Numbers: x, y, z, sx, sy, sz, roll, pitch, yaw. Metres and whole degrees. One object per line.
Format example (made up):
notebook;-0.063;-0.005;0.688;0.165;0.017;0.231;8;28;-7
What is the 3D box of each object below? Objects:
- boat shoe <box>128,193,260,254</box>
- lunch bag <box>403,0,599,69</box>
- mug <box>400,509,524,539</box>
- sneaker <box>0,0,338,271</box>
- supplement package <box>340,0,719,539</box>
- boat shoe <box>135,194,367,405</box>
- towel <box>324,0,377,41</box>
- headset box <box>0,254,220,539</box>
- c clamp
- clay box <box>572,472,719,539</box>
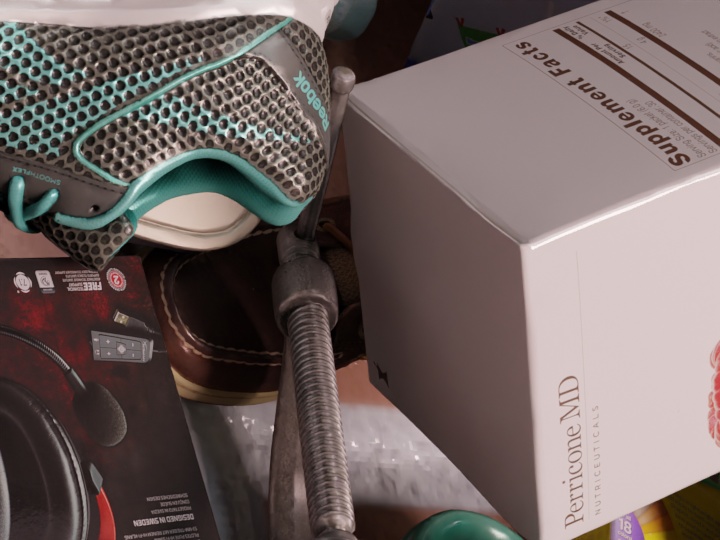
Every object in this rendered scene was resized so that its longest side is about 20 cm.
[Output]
boat shoe;-0.127;-0.057;0.794;0.199;0.063;0.073;22;85;-21
lunch bag;0.140;-0.133;0.937;0.199;0.171;0.124;-25;61;-41
mug;0.043;0.164;0.778;0.114;0.185;0.153;22;86;-33
sneaker;-0.098;-0.043;0.713;0.198;0.078;0.092;-8;81;-7
supplement package;0.109;-0.016;0.798;0.199;0.120;0.122;-21;126;-21
boat shoe;0.000;0.000;0.869;0.199;0.072;0.073;-5;71;-46
towel;-0.077;-0.193;0.924;0.170;0.048;0.202;8;63;-40
headset box;-0.112;0.102;0.692;0.148;0.075;0.202;-1;68;-47
c clamp;-0.017;0.065;0.741;0.027;0.172;0.201;3;43;-9
clay box;0.116;0.154;0.919;0.115;0.047;0.201;35;45;-31
